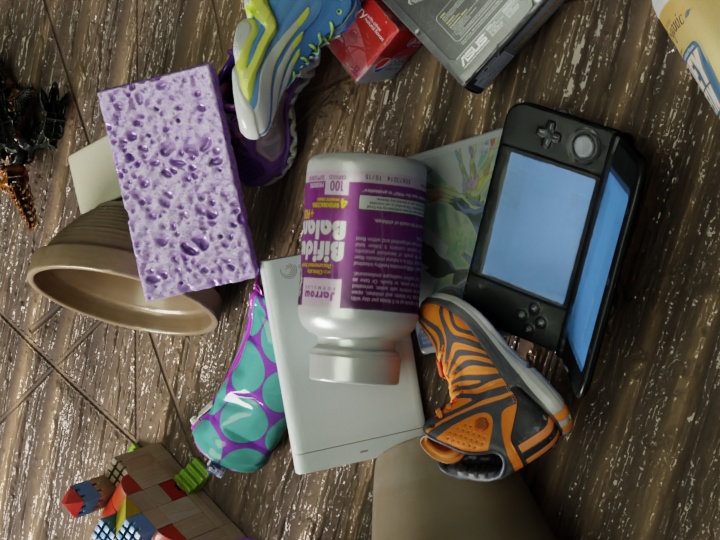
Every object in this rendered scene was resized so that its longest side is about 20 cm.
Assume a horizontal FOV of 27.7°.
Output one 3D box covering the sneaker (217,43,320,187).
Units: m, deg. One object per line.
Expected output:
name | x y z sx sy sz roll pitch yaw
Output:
sneaker | -0.105 -0.156 1.394 0.080 0.088 0.201 43 140 23

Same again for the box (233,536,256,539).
box | -0.085 0.379 1.426 0.136 0.039 0.203 13 96 32

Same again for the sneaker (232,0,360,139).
sneaker | -0.054 -0.211 1.281 0.104 0.076 0.203 5 76 2

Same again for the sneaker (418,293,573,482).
sneaker | 0.084 0.103 1.263 0.112 0.078 0.200 -37 43 -10

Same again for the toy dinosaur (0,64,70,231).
toy dinosaur | -0.383 -0.150 1.620 0.201 0.102 0.135 57 146 -2

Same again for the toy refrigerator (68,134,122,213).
toy refrigerator | -0.217 -0.108 1.470 0.199 0.075 0.071 -16 87 55

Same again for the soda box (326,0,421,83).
soda box | -0.025 -0.271 1.365 0.070 0.063 0.201 -46 72 29

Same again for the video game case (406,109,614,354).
video game case | 0.119 -0.031 1.327 0.198 0.022 0.185 -14 88 35

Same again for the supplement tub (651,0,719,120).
supplement tub | 0.310 -0.192 1.103 0.144 0.144 0.202 -35 77 32

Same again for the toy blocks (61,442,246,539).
toy blocks | -0.218 0.263 1.525 0.200 0.136 0.100 43 117 21

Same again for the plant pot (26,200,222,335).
plant pot | -0.231 -0.009 1.485 0.199 0.201 0.094 1 68 33

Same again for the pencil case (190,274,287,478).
pencil case | -0.100 0.106 1.453 0.091 0.085 0.202 21 112 -12

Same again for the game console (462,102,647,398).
game console | 0.157 -0.023 1.221 0.174 0.116 0.202 22 108 29

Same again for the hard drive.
hard drive | -0.015 0.079 1.379 0.027 0.130 0.203 174 86 -76

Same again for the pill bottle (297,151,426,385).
pill bottle | 0.000 0.000 1.313 0.111 0.112 0.203 2 87 33

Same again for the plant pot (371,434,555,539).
plant pot | 0.085 0.241 1.304 0.199 0.199 0.176 -29 65 33

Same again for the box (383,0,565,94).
box | 0.112 -0.280 1.258 0.200 0.048 0.159 -47 70 16

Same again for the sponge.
sponge | -0.168 -0.082 1.351 0.110 0.030 0.203 -11 99 8
